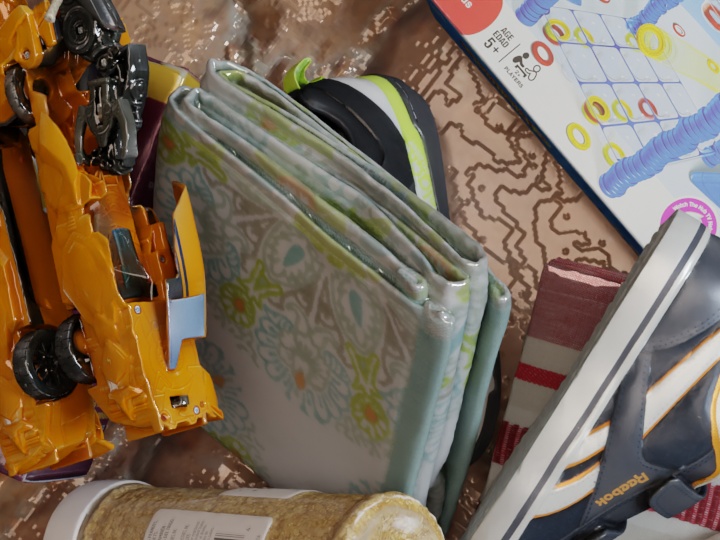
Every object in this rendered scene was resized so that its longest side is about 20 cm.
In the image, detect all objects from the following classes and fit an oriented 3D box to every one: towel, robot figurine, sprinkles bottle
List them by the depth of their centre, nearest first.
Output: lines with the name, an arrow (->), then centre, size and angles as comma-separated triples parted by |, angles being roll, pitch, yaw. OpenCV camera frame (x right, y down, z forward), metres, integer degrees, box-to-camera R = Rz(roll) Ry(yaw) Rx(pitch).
robot figurine -> -0.124, -0.022, 0.737 | 0.145, 0.058, 0.200 | -18, 80, 37
towel -> -0.022, 0.026, 0.768 | 0.171, 0.200, 0.048 | 38, 50, 25
sprinkles bottle -> -0.055, 0.128, 0.774 | 0.200, 0.068, 0.068 | -4, 82, 44
towel -> 0.127, 0.105, 0.796 | 0.144, 0.023, 0.200 | 17, 106, 9

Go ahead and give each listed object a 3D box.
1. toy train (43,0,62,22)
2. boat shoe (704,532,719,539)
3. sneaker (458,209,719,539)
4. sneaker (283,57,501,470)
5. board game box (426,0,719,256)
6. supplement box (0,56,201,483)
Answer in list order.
toy train -> -0.138, -0.200, 0.726 | 0.116, 0.085, 0.200 | 15, 71, 20
boat shoe -> 0.114, 0.190, 0.776 | 0.200, 0.060, 0.074 | -37, 97, 19
sneaker -> 0.109, 0.077, 0.741 | 0.079, 0.078, 0.200 | 33, 110, 2
sneaker -> 0.000, 0.000, 0.813 | 0.072, 0.083, 0.200 | -30, 69, 44
board game box -> 0.166, -0.116, 0.821 | 0.196, 0.056, 0.200 | -40, 80, 3
supplement box -> -0.164, -0.016, 0.837 | 0.131, 0.103, 0.200 | 20, 88, 9
